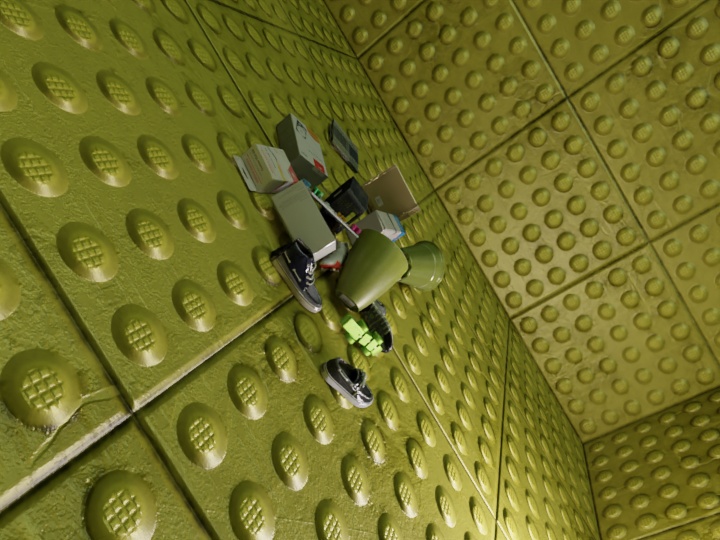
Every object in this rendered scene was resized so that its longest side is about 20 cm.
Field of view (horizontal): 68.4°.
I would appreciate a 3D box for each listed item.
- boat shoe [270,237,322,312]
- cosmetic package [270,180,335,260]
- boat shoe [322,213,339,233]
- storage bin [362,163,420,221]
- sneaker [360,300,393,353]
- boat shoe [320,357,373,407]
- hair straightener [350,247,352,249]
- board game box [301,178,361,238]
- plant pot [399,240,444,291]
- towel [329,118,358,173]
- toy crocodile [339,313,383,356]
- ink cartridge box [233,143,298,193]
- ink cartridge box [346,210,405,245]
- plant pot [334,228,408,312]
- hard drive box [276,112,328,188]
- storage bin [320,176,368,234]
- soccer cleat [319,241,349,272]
[{"bbox_3d":[-0.143,0.012,1.383,0.202,0.091,0.075,52,23,-17],"label":"boat shoe"},{"bbox_3d":[-0.157,-0.130,1.468,0.204,0.105,0.085,61,-9,10],"label":"cosmetic package"},{"bbox_3d":[-0.128,-0.098,1.575,0.069,0.071,0.202,35,39,-6],"label":"boat shoe"},{"bbox_3d":[0.119,-0.298,2.209,0.205,0.194,0.094,62,5,8],"label":"storage bin"},{"bbox_3d":[0.066,0.161,1.681,0.115,0.074,0.205,11,51,-64],"label":"sneaker"},{"bbox_3d":[-0.017,0.282,1.355,0.199,0.067,0.075,46,25,-30],"label":"boat shoe"},{"bbox_3d":[0.000,0.000,1.723,0.076,0.041,0.202,23,27,-47],"label":"hair straightener"},{"bbox_3d":[-0.093,-0.190,1.578,0.199,0.026,0.200,43,1,-24],"label":"board game box"},{"bbox_3d":[0.203,-0.021,2.087,0.187,0.199,0.205,3,58,-50],"label":"plant pot"},{"bbox_3d":[-0.074,-0.543,2.316,0.200,0.034,0.196,47,28,-35],"label":"towel"},{"bbox_3d":[0.005,0.186,1.527,0.200,0.067,0.062,44,7,-38],"label":"toy crocodile"},{"bbox_3d":[-0.268,-0.291,1.521,0.119,0.066,0.199,61,22,5],"label":"ink cartridge box"},{"bbox_3d":[0.058,-0.140,1.937,0.198,0.144,0.086,4,57,-64],"label":"ink cartridge box"},{"bbox_3d":[0.016,0.017,1.580,0.188,0.185,0.202,48,66,-24],"label":"plant pot"},{"bbox_3d":[-0.199,-0.406,1.803,0.155,0.076,0.205,31,36,-49],"label":"hard drive box"},{"bbox_3d":[-0.052,-0.224,1.789,0.094,0.134,0.201,49,17,-16],"label":"storage bin"},{"bbox_3d":[-0.076,-0.044,1.605,0.199,0.066,0.089,-16,108,-71],"label":"soccer cleat"}]
